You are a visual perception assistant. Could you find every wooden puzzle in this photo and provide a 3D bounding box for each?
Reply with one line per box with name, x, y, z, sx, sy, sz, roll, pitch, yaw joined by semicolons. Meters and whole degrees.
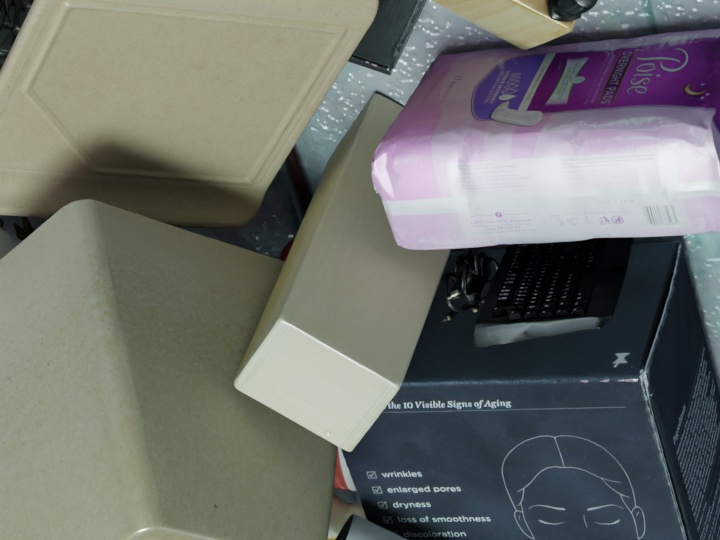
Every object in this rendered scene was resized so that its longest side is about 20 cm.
wooden puzzle;-0.108;-0.101;1.560;0.184;0.037;0.200;3;140;-26

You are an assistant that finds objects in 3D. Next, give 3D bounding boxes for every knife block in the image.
knife block;0.083;-0.151;1.461;0.064;0.176;0.200;28;133;-5

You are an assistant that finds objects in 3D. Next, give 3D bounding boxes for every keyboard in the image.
keyboard;0.091;-0.003;1.577;0.103;0.200;0.040;-11;101;10

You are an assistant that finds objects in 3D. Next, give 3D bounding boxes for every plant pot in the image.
plant pot;-0.128;0.107;1.598;0.199;0.178;0.200;18;136;-43

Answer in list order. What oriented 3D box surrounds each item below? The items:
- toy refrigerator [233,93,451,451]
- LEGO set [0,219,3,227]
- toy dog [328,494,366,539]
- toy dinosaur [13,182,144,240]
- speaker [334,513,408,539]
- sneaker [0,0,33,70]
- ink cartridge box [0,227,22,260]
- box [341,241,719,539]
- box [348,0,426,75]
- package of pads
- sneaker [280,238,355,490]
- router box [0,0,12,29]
toy refrigerator;0.000;0.000;1.604;0.076;0.200;0.070;29;133;-8
LEGO set;-0.301;-0.010;1.698;0.153;0.117;0.200;17;168;6
toy dog;-0.103;0.174;1.795;0.199;0.194;0.140;12;113;-30
toy dinosaur;-0.140;-0.027;1.659;0.106;0.061;0.201;-3;128;21
speaker;0.064;0.218;1.687;0.199;0.081;0.081;26;133;-3
sneaker;-0.241;-0.118;1.627;0.199;0.079;0.090;6;152;16
ink cartridge box;-0.271;0.027;1.645;0.199;0.044;0.198;-19;153;21
box;0.104;0.098;1.705;0.199;0.124;0.197;-2;130;22
box;-0.038;-0.212;1.522;0.192;0.048;0.200;20;133;-8
package of pads;0.115;-0.069;1.555;0.199;0.121;0.076;-3;123;23
sneaker;-0.052;0.061;1.762;0.115;0.079;0.201;1;128;17
router box;-0.274;-0.200;1.559;0.199;0.158;0.052;18;167;4
